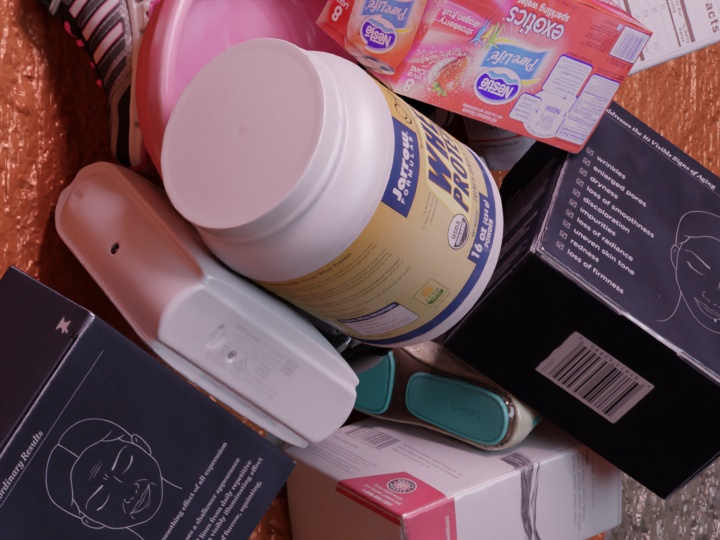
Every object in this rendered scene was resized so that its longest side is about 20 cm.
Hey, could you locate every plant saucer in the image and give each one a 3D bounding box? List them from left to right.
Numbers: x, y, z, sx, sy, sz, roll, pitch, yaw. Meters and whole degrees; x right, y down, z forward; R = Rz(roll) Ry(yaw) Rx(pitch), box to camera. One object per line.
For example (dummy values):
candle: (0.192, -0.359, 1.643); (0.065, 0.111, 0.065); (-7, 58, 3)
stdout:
plant saucer: (-0.078, -0.118, 1.608); (0.200, 0.051, 0.202); (-6, 98, -52)

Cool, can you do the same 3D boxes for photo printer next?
photo printer: (-0.104, 0.015, 1.590); (0.070, 0.200, 0.166); (-50, 128, 4)

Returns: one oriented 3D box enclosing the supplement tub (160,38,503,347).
supplement tub: (-0.017, -0.048, 1.536); (0.200, 0.144, 0.146); (31, 63, -50)

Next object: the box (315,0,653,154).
box: (0.083, -0.158, 1.627); (0.199, 0.095, 0.103); (13, 113, -47)

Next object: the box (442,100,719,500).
box: (0.186, 0.014, 1.732); (0.199, 0.124, 0.197); (35, 42, -9)

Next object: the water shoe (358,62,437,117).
water shoe: (0.037, -0.178, 1.714); (0.071, 0.079, 0.201); (13, 116, -44)

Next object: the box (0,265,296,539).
box: (-0.165, 0.119, 1.528); (0.200, 0.107, 0.149); (40, 81, -40)

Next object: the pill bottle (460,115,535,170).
pill bottle: (0.116, -0.188, 1.919); (0.112, 0.112, 0.201); (-30, 109, -47)

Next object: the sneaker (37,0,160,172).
sneaker: (-0.165, -0.164, 1.615); (0.074, 0.087, 0.202); (-32, 119, -68)

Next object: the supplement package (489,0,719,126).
supplement package: (0.156, -0.197, 1.807); (0.199, 0.117, 0.118); (-21, 103, -7)

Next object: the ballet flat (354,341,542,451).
ballet flat: (0.039, 0.076, 1.759); (0.062, 0.199, 0.068); (-19, 128, -56)

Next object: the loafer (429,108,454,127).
loafer: (0.017, -0.177, 1.788); (0.063, 0.072, 0.201); (-35, 131, -27)

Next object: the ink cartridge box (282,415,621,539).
ink cartridge box: (0.067, 0.152, 1.759); (0.199, 0.145, 0.085); (-20, 117, -32)

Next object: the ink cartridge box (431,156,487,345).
ink cartridge box: (0.069, 0.049, 1.895); (0.200, 0.040, 0.201); (-47, 122, -41)

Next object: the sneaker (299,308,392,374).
sneaker: (0.000, 0.000, 1.696); (0.075, 0.115, 0.201); (10, 115, -44)
